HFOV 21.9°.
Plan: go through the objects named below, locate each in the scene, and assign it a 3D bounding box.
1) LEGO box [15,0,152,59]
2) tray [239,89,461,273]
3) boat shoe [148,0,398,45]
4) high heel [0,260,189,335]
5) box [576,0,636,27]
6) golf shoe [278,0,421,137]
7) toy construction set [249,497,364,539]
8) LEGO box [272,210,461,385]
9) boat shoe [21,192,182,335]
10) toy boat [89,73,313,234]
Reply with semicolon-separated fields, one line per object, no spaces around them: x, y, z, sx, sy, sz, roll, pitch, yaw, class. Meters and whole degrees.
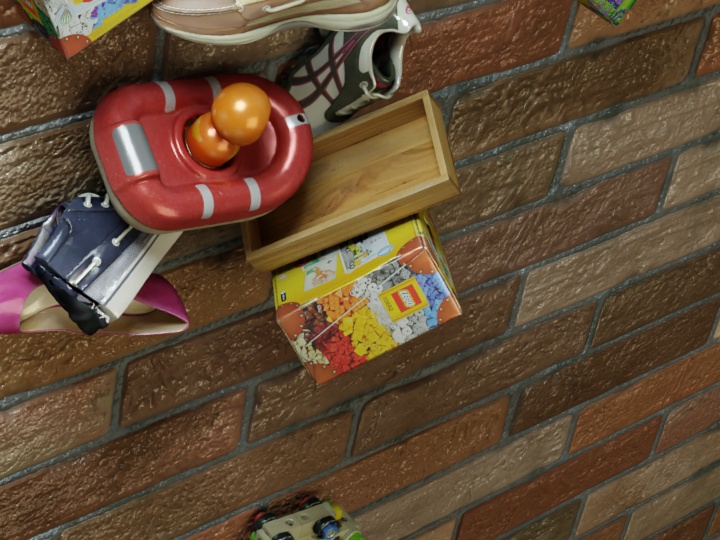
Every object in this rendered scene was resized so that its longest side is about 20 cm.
-0.181;-0.280;1.392;0.200;0.077;0.149;-38;145;-16;LEGO box
-0.015;-0.079;1.672;0.200;0.099;0.037;-22;148;16;tray
-0.068;-0.229;1.455;0.200;0.076;0.072;-8;148;-8;boat shoe
-0.248;0.038;1.616;0.200;0.096;0.067;-9;130;-44;high heel
0.218;-0.366;1.718;0.193;0.122;0.200;-52;146;5;box
-0.016;-0.170;1.680;0.077;0.088;0.200;-8;132;-46;golf shoe
-0.074;0.331;2.120;0.200;0.092;0.131;-29;144;-44;toy construction set
0.000;0.000;1.715;0.149;0.200;0.077;-27;114;7;LEGO box
-0.207;-0.048;1.600;0.093;0.075;0.200;43;57;-19;boat shoe
-0.118;-0.113;1.557;0.200;0.131;0.131;-12;166;-43;toy boat
